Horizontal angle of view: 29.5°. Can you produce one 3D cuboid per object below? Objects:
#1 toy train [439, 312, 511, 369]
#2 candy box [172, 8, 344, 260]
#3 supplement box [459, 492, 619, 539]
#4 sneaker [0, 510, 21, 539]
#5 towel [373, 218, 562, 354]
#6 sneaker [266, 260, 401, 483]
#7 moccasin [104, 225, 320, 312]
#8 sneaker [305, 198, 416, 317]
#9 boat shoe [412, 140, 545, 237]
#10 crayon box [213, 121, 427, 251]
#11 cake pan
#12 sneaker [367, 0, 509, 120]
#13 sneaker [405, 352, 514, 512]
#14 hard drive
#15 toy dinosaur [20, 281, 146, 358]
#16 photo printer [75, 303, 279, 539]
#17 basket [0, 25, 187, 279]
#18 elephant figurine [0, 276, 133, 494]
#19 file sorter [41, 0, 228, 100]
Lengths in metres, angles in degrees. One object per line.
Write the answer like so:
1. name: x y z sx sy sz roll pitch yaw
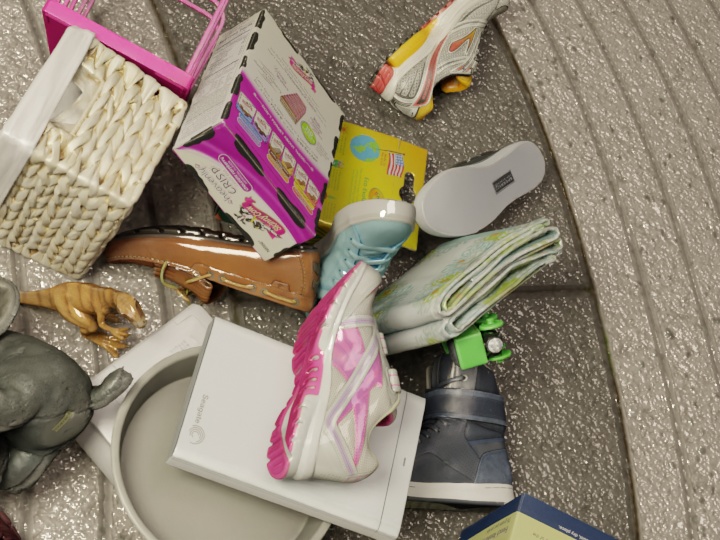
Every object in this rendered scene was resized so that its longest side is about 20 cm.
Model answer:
1. toy train: 0.097 0.054 1.282 0.056 0.200 0.042 -16 99 -2
2. candy box: -0.086 -0.125 1.225 0.137 0.061 0.200 52 29 -27
3. supplement box: 0.170 0.339 1.190 0.199 0.134 0.200 27 58 -8
4. sneaker: -0.289 0.215 1.075 0.200 0.116 0.076 41 58 1
5. towel: 0.076 0.018 1.273 0.171 0.200 0.048 -34 98 -32
6. sneaker: -0.010 0.089 1.123 0.088 0.081 0.201 22 65 -14
7. moccasin: -0.137 0.001 1.250 0.200 0.074 0.078 8 96 3
8. sneaker: 0.000 0.000 1.250 0.074 0.200 0.082 2 69 -20
9. boat shoe: 0.113 -0.080 1.398 0.200 0.056 0.069 -27 102 -43
10. crayon box: -0.037 -0.088 1.363 0.199 0.051 0.127 17 60 -13
11. cake pan: -0.112 0.161 1.136 0.199 0.037 0.201 11 61 -20
12. sneaker: 0.097 -0.235 1.483 0.082 0.078 0.200 46 67 -1
13. sneaker: 0.050 0.146 1.261 0.202 0.077 0.147 7 74 -30
14. hard drive: -0.049 0.133 1.140 0.199 0.027 0.132 22 57 -12
15. toy dinosaur: -0.253 0.027 1.201 0.106 0.199 0.061 47 51 -49
16. photo printer: -0.141 0.150 1.194 0.200 0.069 0.166 48 57 5
17. basket: -0.251 -0.094 1.195 0.123 0.200 0.136 30 59 -12
18. elephant figurine: -0.315 0.074 1.118 0.155 0.142 0.200 6 35 -45
19. file sorter: -0.198 -0.233 1.261 0.139 0.200 0.126 28 81 -7
